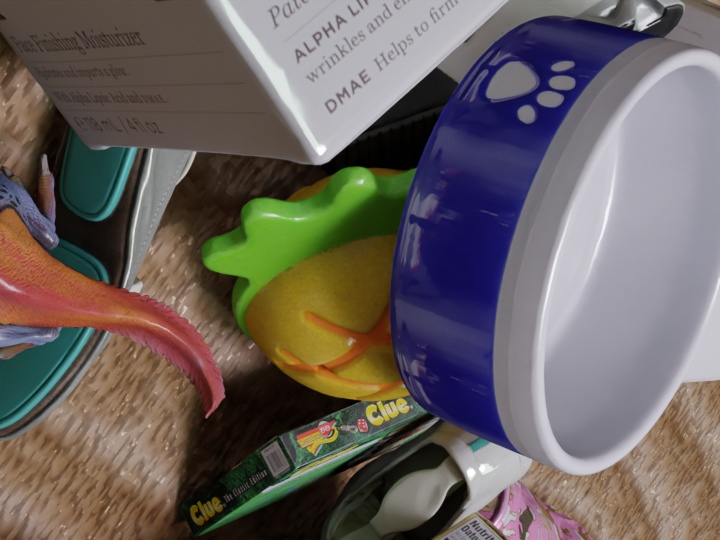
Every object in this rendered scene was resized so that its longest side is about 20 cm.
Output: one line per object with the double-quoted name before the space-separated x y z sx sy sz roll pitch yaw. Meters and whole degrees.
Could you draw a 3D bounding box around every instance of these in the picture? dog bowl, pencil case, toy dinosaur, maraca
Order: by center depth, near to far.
"toy dinosaur" -0.151 -0.024 0.673 0.181 0.199 0.106 44 60 -79
"dog bowl" 0.099 -0.013 0.850 0.200 0.078 0.201 -35 134 -45
"maraca" 0.000 0.000 0.884 0.136 0.107 0.200 -21 156 7
"pencil case" 0.087 0.168 1.147 0.083 0.087 0.200 -38 145 5

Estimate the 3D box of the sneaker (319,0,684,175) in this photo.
"sneaker" 0.054 -0.117 0.923 0.199 0.089 0.074 -28 168 -11

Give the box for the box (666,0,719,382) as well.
"box" 0.174 -0.052 1.056 0.097 0.124 0.201 2 114 -51

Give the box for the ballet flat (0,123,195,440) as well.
"ballet flat" -0.110 -0.016 0.795 0.064 0.067 0.201 5 112 -61

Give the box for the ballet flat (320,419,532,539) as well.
"ballet flat" 0.019 0.132 1.004 0.069 0.070 0.200 -17 159 -42

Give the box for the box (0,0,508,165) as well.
"box" -0.027 -0.149 0.657 0.200 0.199 0.131 -43 113 -20

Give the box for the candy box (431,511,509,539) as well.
"candy box" -0.004 0.218 0.929 0.199 0.056 0.117 -27 144 -30

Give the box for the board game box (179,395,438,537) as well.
"board game box" 0.006 0.085 0.992 0.199 0.024 0.105 -19 169 -43
